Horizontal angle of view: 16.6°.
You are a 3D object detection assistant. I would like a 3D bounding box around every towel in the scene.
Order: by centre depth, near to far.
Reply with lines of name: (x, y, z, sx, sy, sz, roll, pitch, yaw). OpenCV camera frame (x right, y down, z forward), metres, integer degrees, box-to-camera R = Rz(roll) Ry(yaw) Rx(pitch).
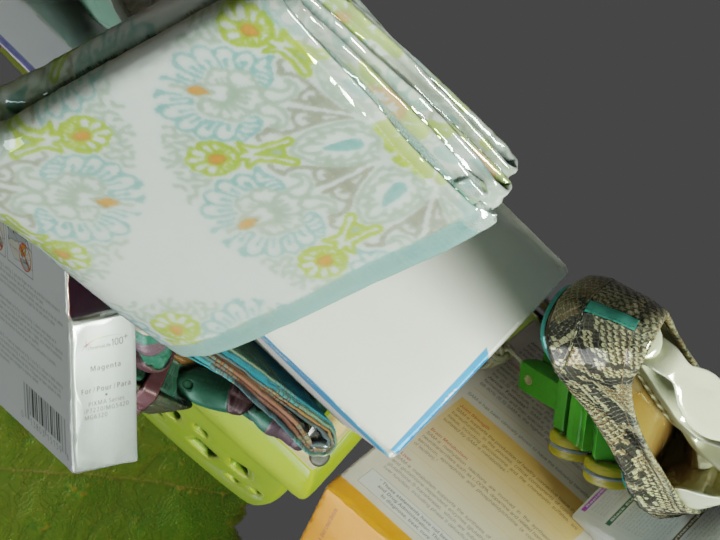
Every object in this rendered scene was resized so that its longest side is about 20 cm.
towel: (-0.056, -0.047, 1.063, 0.171, 0.200, 0.048, 43, -146, -37)
towel: (-0.097, 0.014, 1.348, 0.147, 0.022, 0.200, 42, -176, -45)

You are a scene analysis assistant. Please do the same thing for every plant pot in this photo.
plant pot: (-0.063, 0.042, 1.763, 0.200, 0.199, 0.181, 44, 169, -13)

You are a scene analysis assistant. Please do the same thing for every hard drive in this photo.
hard drive: (-0.142, -0.144, 1.252, 0.132, 0.025, 0.200, 46, -160, -33)

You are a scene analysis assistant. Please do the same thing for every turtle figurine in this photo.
turtle figurine: (-0.118, 0.042, 1.482, 0.200, 0.101, 0.150, 28, -165, -14)

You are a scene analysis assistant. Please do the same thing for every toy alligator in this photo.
toy alligator: (0.127, 0.068, 1.335, 0.054, 0.059, 0.200, -1, -162, -24)

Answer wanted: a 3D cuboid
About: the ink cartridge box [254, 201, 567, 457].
ink cartridge box: (0.000, 0.000, 1.269, 0.125, 0.129, 0.200, 44, 175, -8)

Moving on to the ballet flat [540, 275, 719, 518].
ballet flat: (0.148, 0.072, 1.154, 0.075, 0.068, 0.200, 19, 160, 35)

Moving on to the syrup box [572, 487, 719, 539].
syrup box: (0.191, 0.142, 1.267, 0.079, 0.081, 0.200, 46, 175, -14)

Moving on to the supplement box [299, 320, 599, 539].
supplement box: (0.076, 0.132, 1.394, 0.126, 0.200, 0.074, 42, 138, 16)

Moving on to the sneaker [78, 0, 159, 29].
sneaker: (-0.073, -0.123, 1.148, 0.200, 0.074, 0.118, 38, 177, 43)

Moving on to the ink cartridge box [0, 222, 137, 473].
ink cartridge box: (-0.184, -0.006, 1.361, 0.200, 0.044, 0.174, 33, 127, 53)

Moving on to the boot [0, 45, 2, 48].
boot: (-0.305, -0.197, 1.442, 0.072, 0.166, 0.200, -140, 26, -78)
